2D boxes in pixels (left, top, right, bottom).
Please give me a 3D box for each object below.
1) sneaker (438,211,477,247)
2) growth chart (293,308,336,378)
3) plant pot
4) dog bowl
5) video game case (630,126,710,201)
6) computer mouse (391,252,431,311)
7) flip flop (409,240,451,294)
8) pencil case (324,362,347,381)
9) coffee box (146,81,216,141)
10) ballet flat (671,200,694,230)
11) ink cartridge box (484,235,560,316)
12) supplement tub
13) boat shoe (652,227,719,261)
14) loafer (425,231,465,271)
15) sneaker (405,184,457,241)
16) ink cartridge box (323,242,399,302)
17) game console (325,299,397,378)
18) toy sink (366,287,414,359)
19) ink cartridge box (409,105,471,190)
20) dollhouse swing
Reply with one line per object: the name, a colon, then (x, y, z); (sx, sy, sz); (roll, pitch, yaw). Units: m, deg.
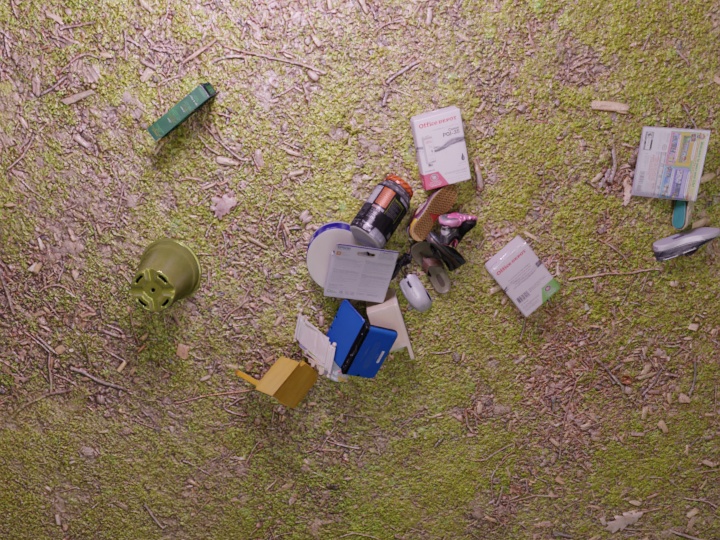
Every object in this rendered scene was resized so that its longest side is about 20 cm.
sneaker: (0.287, -0.120, 1.667); (0.077, 0.197, 0.099); (13, 106, 35)
growth chart: (-0.149, 0.237, 1.791); (0.199, 0.017, 0.148); (39, 124, 30)
plant pot: (-0.596, 0.028, 1.685); (0.193, 0.185, 0.208); (-1, 109, -2)
dog bowl: (-0.070, -0.043, 1.731); (0.192, 0.079, 0.207); (-1, 109, -2)
video game case: (0.915, -0.316, 1.660); (0.176, 0.022, 0.207); (9, 110, 22)
computer mouse: (0.165, 0.053, 1.788); (0.108, 0.044, 0.202); (-34, 106, 10)
flip flop: (0.226, -0.008, 1.762); (0.080, 0.058, 0.203); (-29, 107, 8)
pencil case: (-0.061, 0.260, 1.830); (0.088, 0.083, 0.206); (20, 107, 15)
coffee box: (-0.495, -0.443, 1.563); (0.197, 0.124, 0.044); (-36, 110, 9)
ballet flat: (0.996, -0.227, 1.712); (0.067, 0.070, 0.207); (-1, 111, -1)
ink cartridge box: (0.508, 0.017, 1.764); (0.145, 0.084, 0.201); (-40, 106, 11)
supplement tub: (0.065, -0.170, 1.639); (0.122, 0.122, 0.202); (39, 75, -14)
boat shoe: (1.021, -0.078, 1.753); (0.194, 0.072, 0.070); (-19, 107, 7)
loafer: (0.252, -0.049, 1.705); (0.063, 0.073, 0.198); (-44, 137, 15)
sneaker: (0.207, -0.185, 1.689); (0.075, 0.090, 0.201); (41, 91, -24)
ink cartridge box: (0.000, 0.000, 1.658); (0.193, 0.041, 0.204); (8, 128, -13)
game console: (-0.003, 0.214, 1.735); (0.166, 0.120, 0.203); (13, 123, -23)
toy sink: (0.090, 0.185, 1.787); (0.109, 0.131, 0.205); (-17, 110, 5)
ink cartridge box: (0.231, -0.356, 1.630); (0.142, 0.083, 0.206); (-13, 109, 3)
dollhouse swing: (-0.271, 0.334, 1.817); (0.174, 0.201, 0.183); (37, 81, 27)
